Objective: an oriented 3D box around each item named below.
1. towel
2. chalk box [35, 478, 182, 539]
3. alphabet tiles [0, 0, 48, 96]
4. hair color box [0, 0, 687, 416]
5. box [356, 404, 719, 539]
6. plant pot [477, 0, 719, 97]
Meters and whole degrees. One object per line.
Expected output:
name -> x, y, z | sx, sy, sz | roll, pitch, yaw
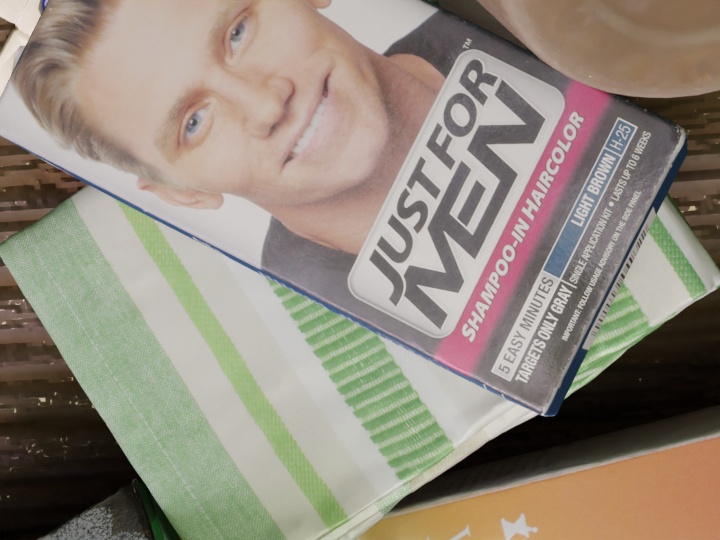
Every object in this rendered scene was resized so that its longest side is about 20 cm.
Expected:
towel -> 0.000, 0.000, 0.766 | 0.200, 0.023, 0.153 | -34, 83, 4
chalk box -> -0.072, 0.195, 0.743 | 0.124, 0.200, 0.124 | -31, 130, 7
alphabet tiles -> -0.043, -0.112, 0.780 | 0.166, 0.006, 0.200 | 29, 112, -13
hair color box -> -0.006, -0.041, 0.728 | 0.199, 0.061, 0.100 | 27, 90, 9
box -> 0.097, 0.136, 0.810 | 0.199, 0.106, 0.153 | -15, 88, 8
plant pot -> 0.070, -0.142, 0.643 | 0.199, 0.175, 0.201 | -7, 134, -8
